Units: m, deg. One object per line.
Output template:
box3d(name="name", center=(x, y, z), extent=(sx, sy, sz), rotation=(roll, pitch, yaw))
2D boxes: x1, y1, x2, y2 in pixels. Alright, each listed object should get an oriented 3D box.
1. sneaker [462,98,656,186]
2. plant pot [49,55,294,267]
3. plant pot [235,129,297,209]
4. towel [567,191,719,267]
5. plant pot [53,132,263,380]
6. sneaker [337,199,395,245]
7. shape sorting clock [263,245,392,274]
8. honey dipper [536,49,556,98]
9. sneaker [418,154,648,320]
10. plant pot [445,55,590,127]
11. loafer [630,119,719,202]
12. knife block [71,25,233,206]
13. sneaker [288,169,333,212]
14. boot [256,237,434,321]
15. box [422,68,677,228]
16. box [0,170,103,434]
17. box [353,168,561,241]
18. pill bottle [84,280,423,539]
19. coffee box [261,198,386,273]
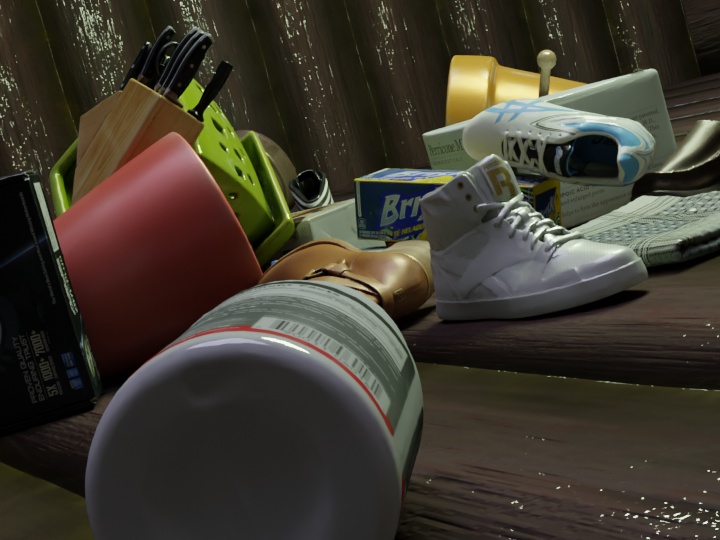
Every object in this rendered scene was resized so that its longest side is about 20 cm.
box3d(name="sneaker", center=(0.180, -0.119, 1.455), extent=(0.199, 0.072, 0.072), rotation=(9, 26, 32))
box3d(name="plant pot", center=(-0.193, -0.075, 1.647), extent=(0.200, 0.181, 0.199), rotation=(-44, 41, 17))
box3d(name="plant pot", center=(-0.247, -0.152, 3.049), extent=(0.199, 0.201, 0.175), rotation=(-11, 25, 40))
box3d(name="towel", center=(0.249, -0.038, 1.226), extent=(0.199, 0.035, 0.192), rotation=(-19, 6, -34))
box3d(name="plant pot", center=(-0.203, 0.001, 1.416), extent=(0.177, 0.201, 0.200), rotation=(-29, 9, -13))
box3d(name="sneaker", center=(0.033, -0.061, 1.839), extent=(0.199, 0.072, 0.080), rotation=(-17, 2, -44))
box3d(name="shape sorting clock", center=(0.000, 0.000, 1.518), extent=(0.199, 0.040, 0.200), rotation=(-5, 4, 0))
box3d(name="honey dipper", center=(0.209, -0.167, 1.795), extent=(0.038, 0.201, 0.038), rotation=(-1, 35, 0))
box3d(name="sneaker", center=(0.114, -0.028, 1.113), extent=(0.073, 0.116, 0.199), rotation=(-18, 7, -40))
box3d(name="plant pot", center=(0.209, -0.174, 1.969), extent=(0.182, 0.202, 0.200), rotation=(1, 9, 9))
box3d(name="loafer", center=(0.327, -0.108, 1.494), extent=(0.199, 0.071, 0.073), rotation=(-21, 8, -42))
box3d(name="knife block", center=(-0.199, -0.136, 1.501), extent=(0.175, 0.201, 0.064), rotation=(-27, -41, 33))
box3d(name="sneaker", center=(-0.044, -0.080, 2.024), extent=(0.075, 0.116, 0.201), rotation=(-16, 6, 3))
box3d(name="boot", center=(-0.038, 0.030, 1.264), extent=(0.199, 0.077, 0.155), rotation=(-4, 15, 31))
box3d(name="box", center=(0.204, -0.120, 1.645), extent=(0.199, 0.132, 0.199), rotation=(-18, 6, -21))
box3d(name="box", center=(-0.322, 0.034, 1.277), extent=(0.163, 0.201, 0.086), rotation=(-16, 6, -4))
box3d(name="box", center=(0.095, -0.063, 1.520), extent=(0.199, 0.065, 0.070), rotation=(3, 15, 30))
box3d(name="pill bottle", center=(-0.033, 0.066, 0.627), extent=(0.113, 0.115, 0.200), rotation=(-15, 5, 8))
box3d(name="coffee box", center=(-0.083, -0.021, 1.743), extent=(0.199, 0.080, 0.113), rotation=(-11, 9, 42))
